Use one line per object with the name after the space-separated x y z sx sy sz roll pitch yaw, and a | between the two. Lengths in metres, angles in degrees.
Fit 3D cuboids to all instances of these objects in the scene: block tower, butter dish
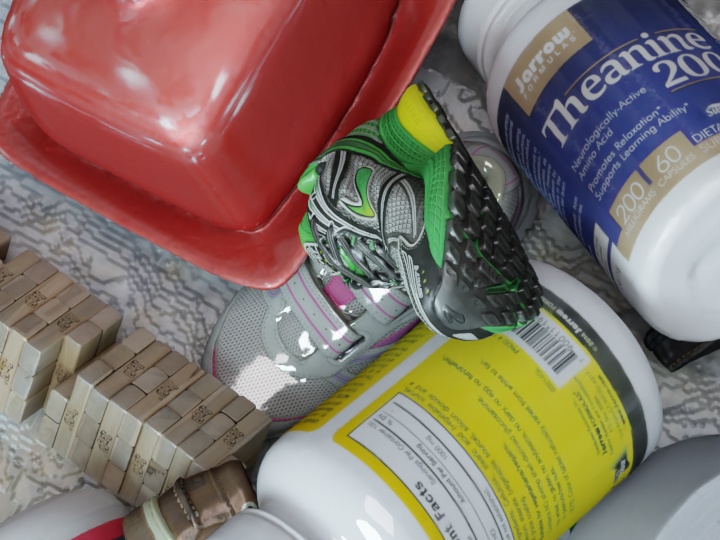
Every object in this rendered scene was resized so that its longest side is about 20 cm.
-0.134 0.050 1.325 0.200 0.054 0.058 35 42 16 | block tower
-0.085 -0.124 1.308 0.199 0.148 0.200 27 83 27 | butter dish

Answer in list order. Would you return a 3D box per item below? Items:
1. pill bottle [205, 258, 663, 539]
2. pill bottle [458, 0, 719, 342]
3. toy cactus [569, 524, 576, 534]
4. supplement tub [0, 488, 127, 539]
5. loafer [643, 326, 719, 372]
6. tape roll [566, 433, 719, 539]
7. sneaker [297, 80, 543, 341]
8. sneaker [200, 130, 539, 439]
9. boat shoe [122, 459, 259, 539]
0.029 0.093 1.208 0.200 0.112 0.112 -38 81 -25 | pill bottle
0.128 -0.069 1.294 0.111 0.111 0.200 -34 50 -3 | pill bottle
0.075 0.098 1.319 0.200 0.102 0.165 28 74 15 | toy cactus
-0.123 0.215 1.277 0.140 0.140 0.200 -33 82 -3 | supplement tub
0.233 0.005 1.331 0.200 0.073 0.072 -28 86 -1 | loafer
0.180 0.176 1.260 0.200 0.066 0.201 -1 93 -28 | tape roll
0.022 -0.012 1.211 0.085 0.200 0.078 -32 110 3 | sneaker
0.000 0.000 1.331 0.200 0.088 0.081 -44 82 -4 | sneaker
-0.022 0.168 1.275 0.075 0.075 0.202 -37 119 3 | boat shoe
